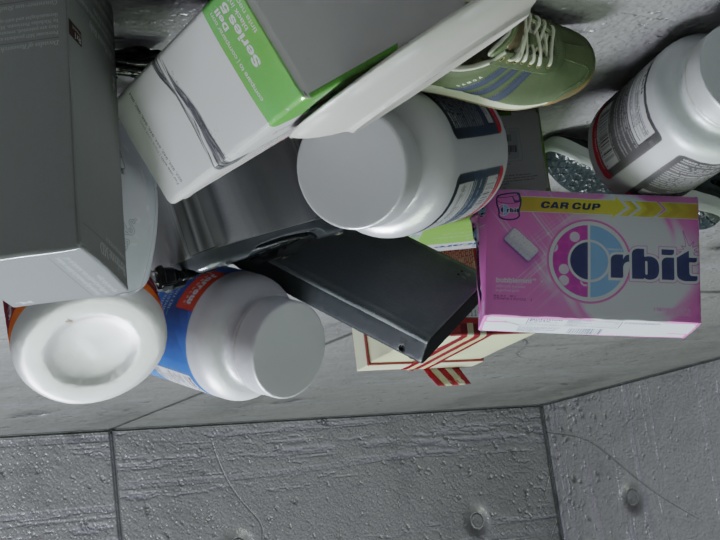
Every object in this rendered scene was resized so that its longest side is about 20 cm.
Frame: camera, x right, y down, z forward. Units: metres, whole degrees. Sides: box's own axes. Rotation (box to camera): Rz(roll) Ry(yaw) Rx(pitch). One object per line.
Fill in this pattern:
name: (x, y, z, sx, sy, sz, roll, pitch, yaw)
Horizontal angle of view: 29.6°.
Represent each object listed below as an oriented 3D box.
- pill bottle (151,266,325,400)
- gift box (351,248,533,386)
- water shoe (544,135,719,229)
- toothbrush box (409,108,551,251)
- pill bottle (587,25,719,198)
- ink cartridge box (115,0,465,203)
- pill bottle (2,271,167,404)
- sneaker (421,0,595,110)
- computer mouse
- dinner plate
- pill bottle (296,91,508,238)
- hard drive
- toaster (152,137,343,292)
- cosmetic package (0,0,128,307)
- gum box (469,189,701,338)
pill bottle: (-0.126, 0.051, 1.194, 0.112, 0.113, 0.199, 5, -176, -45)
gift box: (0.097, 0.031, 1.610, 0.198, 0.186, 0.187, 6, 161, -26)
water shoe: (0.277, -0.105, 1.380, 0.199, 0.079, 0.072, 21, 159, -7)
toothbrush box: (0.091, -0.081, 1.328, 0.144, 0.087, 0.200, -6, 167, -5)
pill bottle: (0.278, -0.132, 1.152, 0.110, 0.112, 0.200, -5, 168, -14)
ink cartridge box: (-0.051, -0.135, 0.870, 0.145, 0.084, 0.200, -35, -175, -35)
pill bottle: (-0.212, -0.007, 1.004, 0.109, 0.201, 0.110, -11, 132, -13)
sneaker: (0.101, -0.163, 0.999, 0.199, 0.068, 0.090, 1, 171, -23)
computer mouse: (-0.172, -0.079, 0.930, 0.109, 0.201, 0.044, 7, 148, -36)
dinner plate: (0.043, -0.130, 0.845, 0.199, 0.024, 0.200, -33, -176, 3)
pill bottle: (0.032, -0.089, 1.072, 0.119, 0.121, 0.200, -13, -178, 25)
hard drive: (0.000, 0.000, 1.235, 0.199, 0.033, 0.140, 27, -146, 16)
toaster: (-0.114, -0.064, 1.110, 0.199, 0.130, 0.113, -18, 177, -42)
cosmetic package: (-0.200, -0.087, 0.843, 0.089, 0.202, 0.107, -10, 166, 4)
gum box: (0.194, -0.005, 1.205, 0.198, 0.115, 0.066, 2, 166, 0)
